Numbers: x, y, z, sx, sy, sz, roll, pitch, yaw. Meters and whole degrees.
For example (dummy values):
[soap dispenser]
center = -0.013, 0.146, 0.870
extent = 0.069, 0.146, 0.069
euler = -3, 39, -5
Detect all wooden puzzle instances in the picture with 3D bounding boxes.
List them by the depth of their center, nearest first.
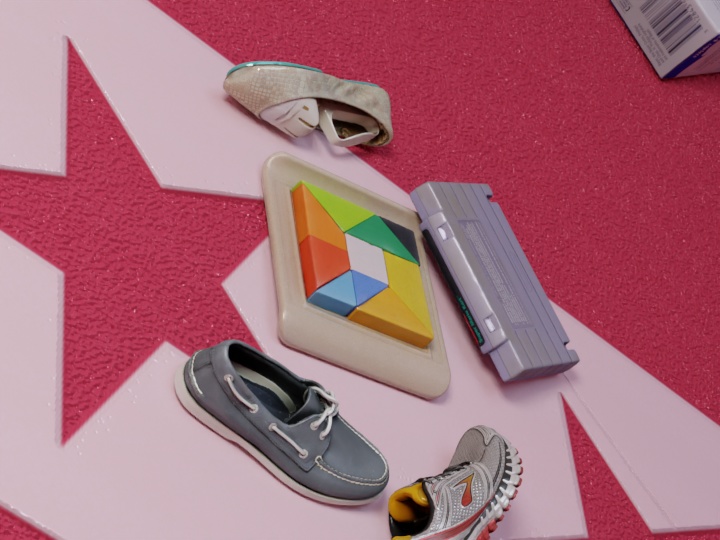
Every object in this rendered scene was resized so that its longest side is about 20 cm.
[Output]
[wooden puzzle]
center = 0.000, 0.000, 1.538
extent = 0.185, 0.037, 0.200
euler = 23, 44, -32

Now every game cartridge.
[game cartridge]
center = 0.124, 0.009, 1.645
extent = 0.129, 0.038, 0.200
euler = -5, 65, -54

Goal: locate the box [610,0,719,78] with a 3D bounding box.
[box]
center = 0.417, -0.348, 2.227
extent = 0.200, 0.105, 0.184
euler = -12, 67, -50

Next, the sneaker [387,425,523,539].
[sneaker]
center = 0.071, 0.187, 1.414
extent = 0.082, 0.078, 0.200
euler = 42, 37, -9

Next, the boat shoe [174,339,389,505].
[boat shoe]
center = -0.049, 0.118, 1.361
extent = 0.200, 0.062, 0.073
euler = 33, 39, -21

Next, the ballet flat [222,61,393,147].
[ballet flat]
center = -0.039, -0.148, 1.607
extent = 0.200, 0.067, 0.063
euler = 3, 66, -45
